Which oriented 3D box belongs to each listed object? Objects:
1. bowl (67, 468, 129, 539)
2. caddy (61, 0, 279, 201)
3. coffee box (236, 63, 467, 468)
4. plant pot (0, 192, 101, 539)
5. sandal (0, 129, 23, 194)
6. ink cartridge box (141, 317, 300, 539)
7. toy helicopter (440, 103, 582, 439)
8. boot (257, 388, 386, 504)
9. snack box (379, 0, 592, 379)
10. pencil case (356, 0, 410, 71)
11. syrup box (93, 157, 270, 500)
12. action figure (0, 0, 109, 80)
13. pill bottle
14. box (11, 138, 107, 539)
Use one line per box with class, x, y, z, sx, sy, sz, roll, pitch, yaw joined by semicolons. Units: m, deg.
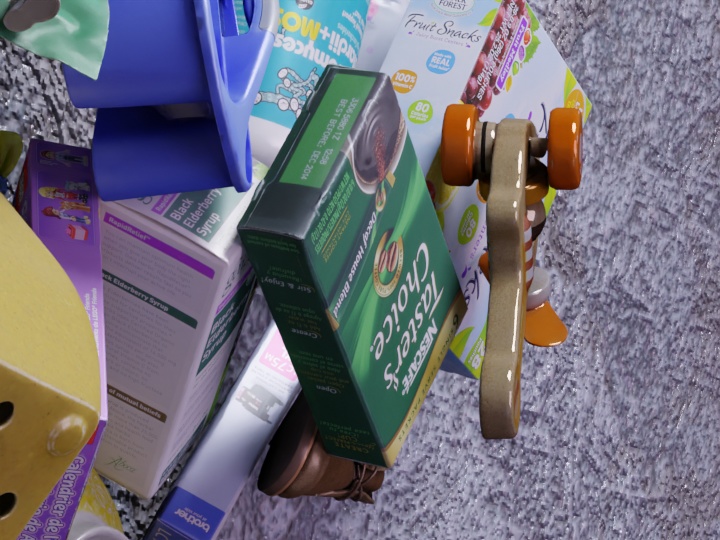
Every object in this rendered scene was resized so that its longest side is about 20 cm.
bowl;-0.180;0.171;1.413;0.200;0.107;0.202;-7;98;-58
caddy;-0.092;-0.126;1.346;0.142;0.104;0.201;77;4;-46
coffee box;0.000;0.000;1.442;0.123;0.044;0.201;-62;150;-33
plant pot;-0.230;0.043;1.177;0.195;0.200;0.195;-53;144;2
sandal;-0.240;-0.026;1.338;0.199;0.079;0.088;-9;103;-56
ink cartridge box;-0.089;0.128;1.557;0.201;0.042;0.120;-63;-178;-36
toy helicopter;0.084;0.009;1.525;0.133;0.078;0.201;79;15;-59
boot;-0.015;0.107;1.579;0.074;0.075;0.200;-56;179;5
snack box;0.057;-0.059;1.632;0.201;0.067;0.169;-65;150;-15
pencil case;-0.007;-0.097;1.693;0.082;0.091;0.202;3;88;-18
syrup box;-0.109;0.023;1.447;0.079;0.081;0.201;-55;171;-45
action figure;-0.148;-0.187;1.264;0.118;0.055;0.201;34;38;-18
pill bottle;-0.061;-0.109;1.579;0.111;0.110;0.201;35;63;-53
box;-0.162;0.050;1.337;0.201;0.039;0.137;-98;-157;-48
